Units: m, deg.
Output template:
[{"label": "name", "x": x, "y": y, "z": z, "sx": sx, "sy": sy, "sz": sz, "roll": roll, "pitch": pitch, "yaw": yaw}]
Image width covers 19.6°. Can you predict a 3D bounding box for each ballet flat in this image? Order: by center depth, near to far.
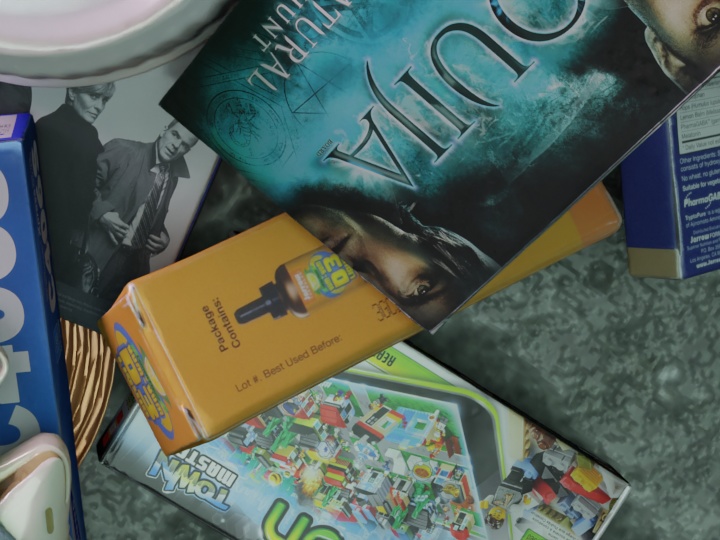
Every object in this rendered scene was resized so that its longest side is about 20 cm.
[{"label": "ballet flat", "x": -0.145, "y": 0.065, "z": 0.758, "sx": 0.074, "sy": 0.074, "sz": 0.200, "roll": -35, "pitch": 108, "yaw": -3}]

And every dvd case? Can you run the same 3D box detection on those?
[{"label": "dvd case", "x": -0.116, "y": -0.087, "z": 0.807, "sx": 0.150, "sy": 0.025, "sz": 0.200, "roll": 22, "pitch": 102, "yaw": -9}]

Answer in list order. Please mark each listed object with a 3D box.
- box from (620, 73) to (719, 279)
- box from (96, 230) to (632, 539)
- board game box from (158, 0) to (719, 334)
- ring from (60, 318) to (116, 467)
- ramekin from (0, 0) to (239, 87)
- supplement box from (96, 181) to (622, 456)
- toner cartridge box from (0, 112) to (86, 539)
[{"label": "box", "x": 0.150, "y": -0.105, "z": 0.849, "sx": 0.121, "sy": 0.032, "sz": 0.200, "roll": -13, "pitch": 103, "yaw": -42}, {"label": "box", "x": 0.002, "y": 0.082, "z": 0.878, "sx": 0.200, "sy": 0.035, "sz": 0.110, "roll": 32, "pitch": 92, "yaw": -12}, {"label": "board game box", "x": 0.032, "y": -0.075, "z": 0.708, "sx": 0.135, "sy": 0.028, "sz": 0.200, "roll": 40, "pitch": 134, "yaw": -5}, {"label": "ring", "x": -0.199, "y": 0.027, "z": 0.847, "sx": 0.200, "sy": 0.019, "sz": 0.201, "roll": -1, "pitch": 99, "yaw": -9}, {"label": "ramekin", "x": -0.110, "y": -0.159, "z": 0.727, "sx": 0.202, "sy": 0.094, "sz": 0.203, "roll": -1, "pitch": 104, "yaw": -3}, {"label": "supplement box", "x": 0.000, "y": 0.000, "z": 0.820, "sx": 0.200, "sy": 0.069, "sz": 0.067, "roll": -26, "pitch": 89, "yaw": -24}, {"label": "toner cartridge box", "x": -0.162, "y": 0.044, "z": 0.806, "sx": 0.095, "sy": 0.043, "sz": 0.200, "roll": -5, "pitch": 108, "yaw": -1}]
